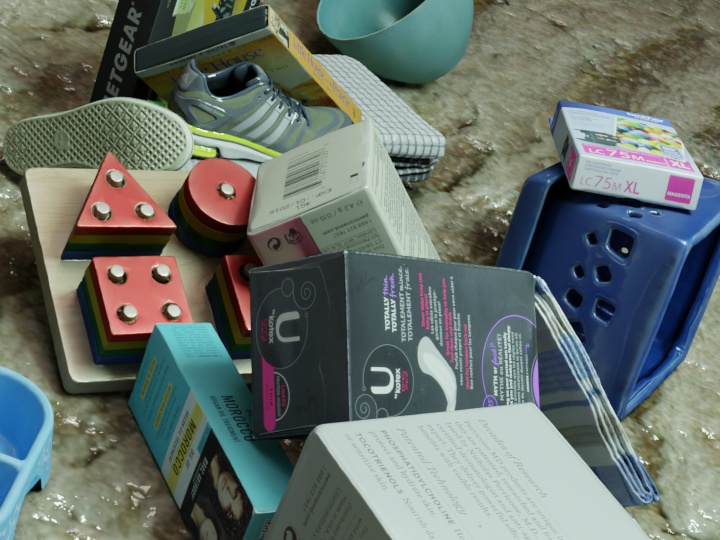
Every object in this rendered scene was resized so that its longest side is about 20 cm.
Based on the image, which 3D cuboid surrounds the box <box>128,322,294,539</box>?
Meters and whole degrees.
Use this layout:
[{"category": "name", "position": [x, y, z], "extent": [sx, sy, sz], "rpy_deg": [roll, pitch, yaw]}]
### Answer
[{"category": "box", "position": [-0.104, 0.131, 1.059], "extent": [0.049, 0.083, 0.200], "rpy_deg": [1, 36, -33]}]

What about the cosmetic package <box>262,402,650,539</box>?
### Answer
[{"category": "cosmetic package", "position": [0.057, 0.208, 0.964], "extent": [0.199, 0.168, 0.167], "rpy_deg": [-1, 38, -40]}]

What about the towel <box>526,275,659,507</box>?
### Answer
[{"category": "towel", "position": [0.149, 0.103, 1.169], "extent": [0.024, 0.147, 0.201], "rpy_deg": [-30, 92, -24]}]

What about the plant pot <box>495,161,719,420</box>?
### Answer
[{"category": "plant pot", "position": [0.240, -0.004, 1.433], "extent": [0.179, 0.201, 0.200], "rpy_deg": [28, 28, 22]}]

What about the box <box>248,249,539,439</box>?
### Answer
[{"category": "box", "position": [0.026, 0.058, 1.054], "extent": [0.199, 0.123, 0.106], "rpy_deg": [7, -12, -45]}]

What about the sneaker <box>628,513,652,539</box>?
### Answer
[{"category": "sneaker", "position": [0.199, 0.246, 1.098], "extent": [0.085, 0.077, 0.200], "rpy_deg": [40, 24, 7]}]

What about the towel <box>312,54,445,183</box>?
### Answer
[{"category": "towel", "position": [-0.024, -0.158, 1.601], "extent": [0.165, 0.086, 0.200], "rpy_deg": [-5, 38, -44]}]

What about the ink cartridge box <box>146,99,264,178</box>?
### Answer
[{"category": "ink cartridge box", "position": [-0.110, -0.075, 1.393], "extent": [0.198, 0.084, 0.147], "rpy_deg": [9, 32, -26]}]

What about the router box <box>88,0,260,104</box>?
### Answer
[{"category": "router box", "position": [-0.182, -0.220, 1.457], "extent": [0.052, 0.201, 0.157], "rpy_deg": [36, 31, 23]}]

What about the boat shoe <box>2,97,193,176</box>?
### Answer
[{"category": "boat shoe", "position": [-0.228, -0.113, 1.316], "extent": [0.198, 0.075, 0.062], "rpy_deg": [-1, -2, 29]}]

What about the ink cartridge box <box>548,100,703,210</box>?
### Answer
[{"category": "ink cartridge box", "position": [0.250, -0.118, 1.414], "extent": [0.118, 0.042, 0.200], "rpy_deg": [10, 21, -4]}]

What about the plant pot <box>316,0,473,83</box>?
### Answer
[{"category": "plant pot", "position": [0.063, -0.314, 1.844], "extent": [0.135, 0.199, 0.201], "rpy_deg": [51, 11, -37]}]

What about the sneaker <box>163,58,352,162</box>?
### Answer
[{"category": "sneaker", "position": [-0.089, -0.146, 1.353], "extent": [0.199, 0.081, 0.074], "rpy_deg": [0, 37, -35]}]

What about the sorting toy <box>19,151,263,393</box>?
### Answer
[{"category": "sorting toy", "position": [-0.154, -0.010, 1.187], "extent": [0.199, 0.070, 0.200], "rpy_deg": [-1, 58, -31]}]

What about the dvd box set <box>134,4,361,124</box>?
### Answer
[{"category": "dvd box set", "position": [-0.104, -0.172, 1.417], "extent": [0.200, 0.145, 0.030], "rpy_deg": [44, 37, -55]}]

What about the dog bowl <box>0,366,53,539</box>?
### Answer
[{"category": "dog bowl", "position": [-0.266, 0.130, 0.971], "extent": [0.111, 0.050, 0.200], "rpy_deg": [22, 28, -5]}]

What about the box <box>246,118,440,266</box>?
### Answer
[{"category": "box", "position": [0.000, 0.000, 1.219], "extent": [0.128, 0.108, 0.201], "rpy_deg": [-88, 153, -60]}]
